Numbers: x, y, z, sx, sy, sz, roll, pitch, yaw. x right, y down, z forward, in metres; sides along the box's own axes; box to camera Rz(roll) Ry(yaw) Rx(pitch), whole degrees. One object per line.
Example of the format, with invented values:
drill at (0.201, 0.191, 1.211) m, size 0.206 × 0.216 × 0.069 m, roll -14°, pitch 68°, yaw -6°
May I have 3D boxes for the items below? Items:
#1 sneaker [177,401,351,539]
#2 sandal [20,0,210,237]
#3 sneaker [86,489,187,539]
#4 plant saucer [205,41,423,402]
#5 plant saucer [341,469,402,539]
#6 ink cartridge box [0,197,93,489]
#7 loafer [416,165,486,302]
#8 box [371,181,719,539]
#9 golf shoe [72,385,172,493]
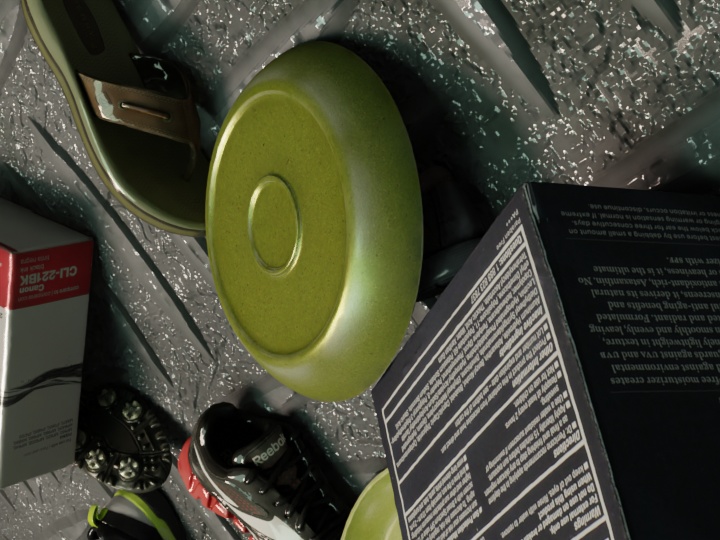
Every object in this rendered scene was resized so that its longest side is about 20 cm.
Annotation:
sneaker at (-0.055, 0.169, 0.885) m, size 0.200 × 0.071 × 0.098 m, roll 36°, pitch 143°, yaw 20°
sandal at (-0.140, -0.109, 0.743) m, size 0.057 × 0.080 × 0.202 m, roll -22°, pitch 103°, yaw 37°
sneaker at (-0.194, 0.292, 1.117) m, size 0.071 × 0.083 × 0.201 m, roll -10°, pitch 113°, yaw 49°
plant saucer at (-0.038, -0.026, 0.668) m, size 0.199 × 0.031 × 0.203 m, roll 8°, pitch 100°, yaw 54°
plant saucer at (0.058, 0.222, 0.775) m, size 0.199 × 0.031 × 0.203 m, roll -2°, pitch 88°, yaw 49°
ink cartridge box at (-0.300, 0.054, 0.974) m, size 0.143 × 0.083 × 0.202 m, roll 20°, pitch 112°, yaw 33°
loafer at (0.000, 0.000, 0.707) m, size 0.199 × 0.071 × 0.064 m, roll -27°, pitch 81°, yaw 46°
box at (0.106, 0.101, 0.554) m, size 0.200 × 0.122 × 0.200 m, roll 122°, pitch 144°, yaw -52°
golf shoe at (-0.230, 0.144, 1.058) m, size 0.199 × 0.077 × 0.088 m, roll 24°, pitch 155°, yaw 34°
